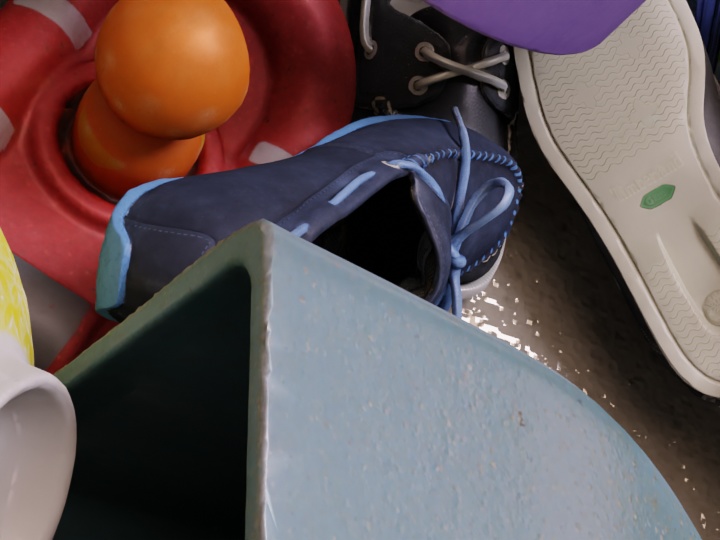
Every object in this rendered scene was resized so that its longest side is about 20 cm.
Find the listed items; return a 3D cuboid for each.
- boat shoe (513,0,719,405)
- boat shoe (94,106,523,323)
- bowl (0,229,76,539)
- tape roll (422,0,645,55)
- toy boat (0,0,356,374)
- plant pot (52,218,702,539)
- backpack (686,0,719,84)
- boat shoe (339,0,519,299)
[{"bbox_3d":[0.108,-0.044,0.847,0.072,0.068,0.200,-22,83,6],"label":"boat shoe"},{"bbox_3d":[0.000,0.000,0.722,0.069,0.084,0.200,20,27,32],"label":"boat shoe"},{"bbox_3d":[-0.143,0.050,0.600,0.108,0.200,0.200,19,53,16],"label":"bowl"},{"bbox_3d":[0.041,-0.175,0.748,0.200,0.085,0.200,31,35,-25],"label":"tape roll"},{"bbox_3d":[-0.072,-0.051,0.743,0.130,0.131,0.200,33,55,-4],"label":"toy boat"},{"bbox_3d":[0.001,0.134,0.645,0.200,0.196,0.196,19,55,-30],"label":"plant pot"},{"bbox_3d":[0.164,-0.173,0.895,0.147,0.183,0.200,5,62,5],"label":"backpack"},{"bbox_3d":[0.028,-0.088,0.852,0.076,0.060,0.200,2,63,-25],"label":"boat shoe"}]
